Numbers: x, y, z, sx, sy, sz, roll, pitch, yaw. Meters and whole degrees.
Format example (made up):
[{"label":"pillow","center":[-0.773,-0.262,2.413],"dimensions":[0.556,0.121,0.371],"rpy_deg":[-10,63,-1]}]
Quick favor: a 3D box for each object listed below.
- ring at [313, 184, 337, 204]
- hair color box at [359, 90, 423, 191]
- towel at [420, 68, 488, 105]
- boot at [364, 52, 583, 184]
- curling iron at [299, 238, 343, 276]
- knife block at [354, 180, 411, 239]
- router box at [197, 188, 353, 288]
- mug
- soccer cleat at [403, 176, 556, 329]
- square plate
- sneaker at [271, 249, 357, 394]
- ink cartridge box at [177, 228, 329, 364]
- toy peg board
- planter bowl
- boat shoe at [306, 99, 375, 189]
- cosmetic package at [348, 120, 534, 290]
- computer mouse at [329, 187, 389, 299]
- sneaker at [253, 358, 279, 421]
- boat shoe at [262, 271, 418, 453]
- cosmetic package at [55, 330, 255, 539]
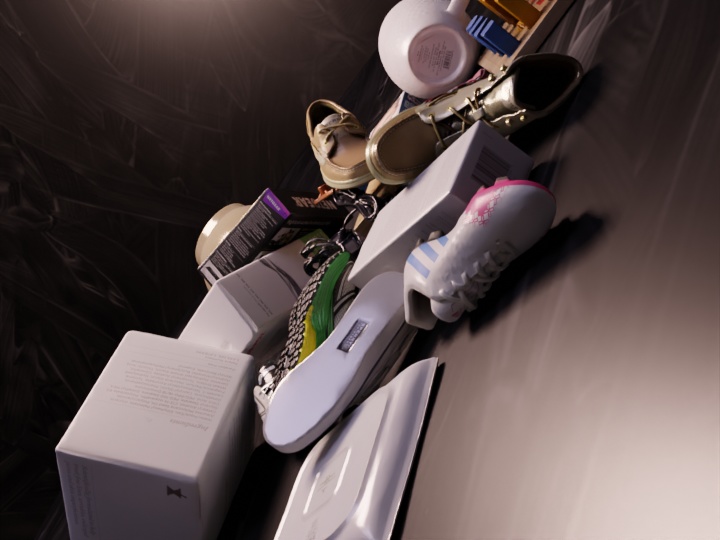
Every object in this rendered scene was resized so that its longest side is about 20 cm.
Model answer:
[{"label":"ring","center":[0.022,-0.143,1.248],"dimensions":[0.200,0.019,0.200],"rpy_deg":[-31,4,2]},{"label":"hair color box","center":[0.052,-0.189,1.468],"dimensions":[0.100,0.060,0.200],"rpy_deg":[-49,13,28]},{"label":"towel","center":[0.076,-0.199,1.251],"dimensions":[0.144,0.023,0.200],"rpy_deg":[-28,6,39]},{"label":"boot","center":[0.111,-0.154,0.966],"dimensions":[0.199,0.072,0.155],"rpy_deg":[-25,4,-22]},{"label":"curling iron","center":[-0.060,0.041,1.143],"dimensions":[0.026,0.049,0.201],"rpy_deg":[-60,-10,-52]},{"label":"knife block","center":[0.071,-0.110,1.164],"dimensions":[0.176,0.064,0.200],"rpy_deg":[-48,13,31]},{"label":"router box","center":[-0.109,-0.038,1.295],"dimensions":[0.149,0.051,0.200],"rpy_deg":[-46,-15,17]},{"label":"mug","center":[0.115,-0.350,1.417],"dimensions":[0.176,0.147,0.201],"rpy_deg":[-97,32,-71]},{"label":"soccer cleat","center":[0.096,-0.005,0.798],"dimensions":[0.200,0.069,0.087],"rpy_deg":[140,145,-60]},{"label":"square plate","center":[-0.018,0.182,0.803],"dimensions":[0.200,0.028,0.199],"rpy_deg":[-46,14,40]},{"label":"sneaker","center":[-0.031,0.066,1.022],"dimensions":[0.078,0.085,0.201],"rpy_deg":[-46,24,49]},{"label":"ink cartridge box","center":[-0.119,0.048,1.233],"dimensions":[0.200,0.084,0.146],"rpy_deg":[-29,-16,-47]},{"label":"toy peg board","center":[0.202,-0.362,1.248],"dimensions":[0.200,0.098,0.200],"rpy_deg":[-53,11,12]},{"label":"planter bowl","center":[-0.170,-0.021,1.498],"dimensions":[0.200,0.134,0.201],"rpy_deg":[-44,-26,-28]},{"label":"boat shoe","center":[-0.027,-0.154,1.149],"dimensions":[0.074,0.067,0.200],"rpy_deg":[-27,28,-8]},{"label":"cosmetic package","center":[0.075,-0.047,0.949],"dimensions":[0.200,0.071,0.102],"rpy_deg":[-39,21,53]},{"label":"computer mouse","center":[0.000,0.000,1.121],"dimensions":[0.140,0.046,0.202],"rpy_deg":[25,108,62]},{"label":"sneaker","center":[-0.087,0.143,1.068],"dimensions":[0.072,0.073,0.200],"rpy_deg":[-42,10,-7]},{"label":"boat shoe","center":[-0.010,0.093,0.899],"dimensions":[0.072,0.066,0.200],"rpy_deg":[19,66,40]},{"label":"cosmetic package","center":[-0.227,0.206,1.115],"dimensions":[0.200,0.164,0.166],"rpy_deg":[-69,-12,-52]}]
